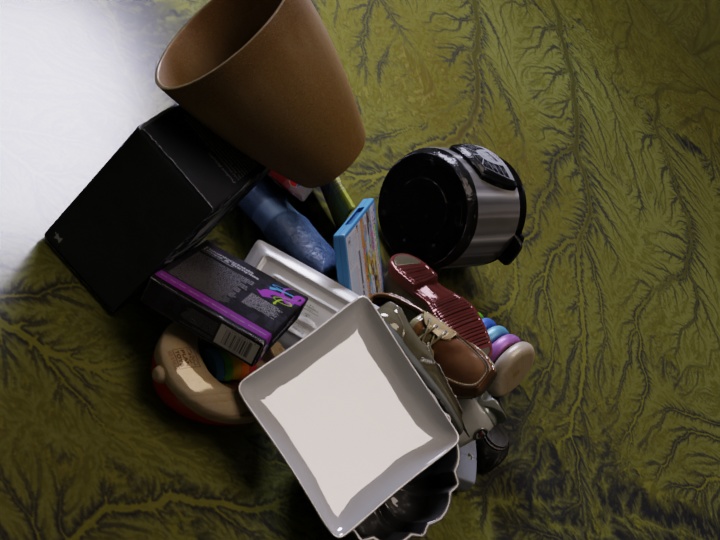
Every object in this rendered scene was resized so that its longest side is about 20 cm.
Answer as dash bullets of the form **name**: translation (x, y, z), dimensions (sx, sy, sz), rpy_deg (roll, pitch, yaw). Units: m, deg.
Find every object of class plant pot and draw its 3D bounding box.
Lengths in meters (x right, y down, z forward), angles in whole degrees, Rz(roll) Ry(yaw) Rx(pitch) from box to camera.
- **plant pot**: translation (-0.085, -0.190, 1.511), dimensions (0.200, 0.185, 0.188), rpy_deg (48, 29, -29)

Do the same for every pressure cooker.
- **pressure cooker**: translation (0.141, -0.092, 2.048), dimensions (0.199, 0.177, 0.179), rpy_deg (-3, 89, -52)

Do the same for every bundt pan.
- **bundt pan**: translation (0.011, 0.217, 1.611), dimensions (0.199, 0.076, 0.205), rpy_deg (9, 69, -23)

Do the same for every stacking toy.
- **stacking toy**: translation (0.140, 0.080, 1.921), dimensions (0.200, 0.086, 0.085), rpy_deg (40, 27, 27)

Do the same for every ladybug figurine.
- **ladybug figurine**: translation (-0.158, 0.115, 1.560), dimensions (0.199, 0.072, 0.137), rpy_deg (6, 52, -48)

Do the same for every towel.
- **towel**: translation (-0.053, -0.155, 1.908), dimensions (0.144, 0.023, 0.202), rpy_deg (103, -35, -77)
- **towel**: translation (-0.096, -0.059, 1.786), dimensions (0.200, 0.048, 0.112), rpy_deg (49, 8, 13)

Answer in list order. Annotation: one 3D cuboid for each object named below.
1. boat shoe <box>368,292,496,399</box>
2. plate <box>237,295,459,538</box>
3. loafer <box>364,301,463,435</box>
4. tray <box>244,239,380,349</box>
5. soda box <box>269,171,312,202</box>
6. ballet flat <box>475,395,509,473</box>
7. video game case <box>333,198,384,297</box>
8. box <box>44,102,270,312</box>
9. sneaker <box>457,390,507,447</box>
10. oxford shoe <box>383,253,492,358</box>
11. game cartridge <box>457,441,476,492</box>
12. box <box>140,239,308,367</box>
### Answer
- **boat shoe**: translation (0.077, 0.089, 1.736), dimensions (0.199, 0.076, 0.074), rpy_deg (30, -13, 38)
- **plate**: translation (-0.015, 0.160, 1.557), dimensions (0.199, 0.032, 0.201), rpy_deg (-34, 91, -31)
- **loafer**: translation (0.069, 0.117, 1.672), dimensions (0.201, 0.075, 0.070), rpy_deg (58, 43, -28)
- **tray**: translation (-0.063, 0.050, 1.683), dimensions (0.198, 0.022, 0.108), rpy_deg (29, 71, 4)
- **soda box**: translation (-0.095, -0.145, 1.822), dimensions (0.070, 0.064, 0.200), rpy_deg (41, 0, -15)
- **ballet flat**: translation (0.159, 0.185, 1.912), dimensions (0.066, 0.057, 0.201), rpy_deg (19, 35, -18)
- **video game case**: translation (0.000, 0.000, 1.806), dimensions (0.200, 0.018, 0.145), rpy_deg (-55, 139, -71)
- **box**: translation (-0.215, -0.088, 1.578), dimensions (0.124, 0.200, 0.197), rpy_deg (48, 32, -1)
- **sneaker**: translation (0.096, 0.144, 1.782), dimensions (0.200, 0.088, 0.074), rpy_deg (50, -4, 47)
- **oxford shoe**: translation (0.101, 0.066, 1.884), dimensions (0.070, 0.075, 0.200), rpy_deg (-11, 48, -38)
- **game cartridge**: translation (0.089, 0.186, 1.825), dimensions (0.132, 0.041, 0.202), rpy_deg (29, 37, -36)
- **box**: translation (-0.147, 0.032, 1.575), dimensions (0.142, 0.036, 0.200), rpy_deg (30, 18, 4)
